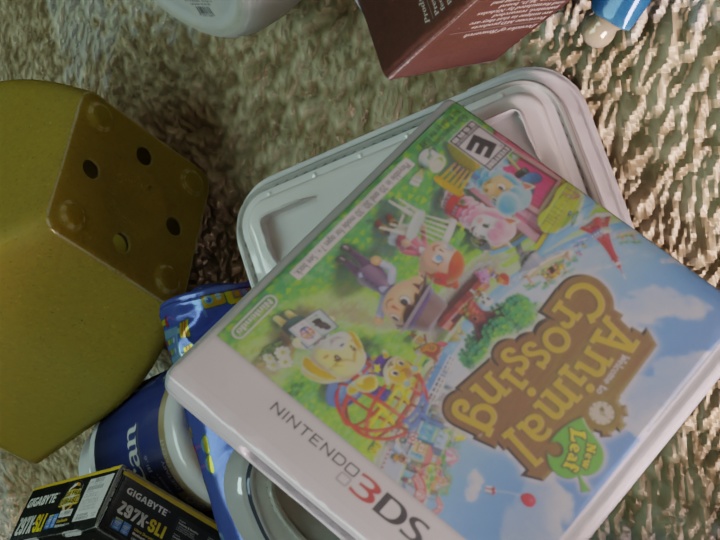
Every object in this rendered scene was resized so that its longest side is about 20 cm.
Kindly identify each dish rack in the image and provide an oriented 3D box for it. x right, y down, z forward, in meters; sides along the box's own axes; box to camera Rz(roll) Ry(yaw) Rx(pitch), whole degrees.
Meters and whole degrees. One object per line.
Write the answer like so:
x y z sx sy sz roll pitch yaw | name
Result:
0.037 0.003 0.778 0.199 0.044 0.173 -22 80 15 | dish rack

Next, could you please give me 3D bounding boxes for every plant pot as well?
-0.214 -0.014 1.070 0.199 0.195 0.195 -23 44 37 | plant pot

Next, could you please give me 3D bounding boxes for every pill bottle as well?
-0.123 0.125 1.086 0.200 0.110 0.112 -27 78 55 | pill bottle

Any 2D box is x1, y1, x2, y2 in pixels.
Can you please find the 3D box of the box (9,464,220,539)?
-0.121 0.207 1.056 0.159 0.199 0.050 -24 37 54 | box

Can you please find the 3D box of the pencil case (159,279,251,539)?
-0.061 0.102 0.957 0.078 0.086 0.201 16 -124 -78 | pencil case

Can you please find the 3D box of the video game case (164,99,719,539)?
0.047 0.037 0.685 0.182 0.200 0.022 37 154 17 | video game case

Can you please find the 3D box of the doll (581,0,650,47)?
0.097 -0.172 0.736 0.199 0.048 0.138 -4 98 56 | doll

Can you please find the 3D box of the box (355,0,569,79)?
0.068 -0.170 0.668 0.200 0.075 0.101 -32 74 56 | box

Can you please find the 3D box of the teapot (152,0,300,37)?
-0.073 -0.242 0.884 0.200 0.146 0.198 41 161 13 | teapot

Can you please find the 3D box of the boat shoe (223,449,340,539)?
0.005 0.163 0.886 0.065 0.072 0.200 -12 126 45 | boat shoe
